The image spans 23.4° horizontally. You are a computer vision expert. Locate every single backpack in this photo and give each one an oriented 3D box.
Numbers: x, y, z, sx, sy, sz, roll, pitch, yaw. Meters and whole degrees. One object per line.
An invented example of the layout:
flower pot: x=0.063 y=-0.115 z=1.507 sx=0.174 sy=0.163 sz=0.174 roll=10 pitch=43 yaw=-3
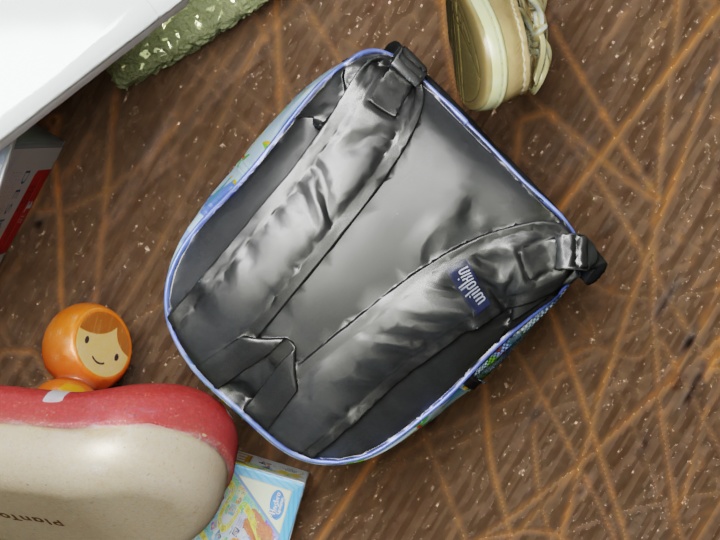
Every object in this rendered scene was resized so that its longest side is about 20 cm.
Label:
backpack: x=0.000 y=0.000 z=0.966 sx=0.183 sy=0.147 sz=0.200 roll=45 pitch=92 yaw=-3

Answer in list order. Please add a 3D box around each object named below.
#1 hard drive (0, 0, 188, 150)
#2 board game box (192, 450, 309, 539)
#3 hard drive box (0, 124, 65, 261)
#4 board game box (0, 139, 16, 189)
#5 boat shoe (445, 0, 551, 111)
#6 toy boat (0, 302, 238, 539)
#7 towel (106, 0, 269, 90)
hard drive: x=-0.196 y=-0.115 z=0.796 sx=0.200 sy=0.026 sz=0.132 roll=-39 pitch=88 yaw=-10
board game box: x=-0.121 y=0.200 z=1.045 sx=0.133 sy=0.034 sz=0.202 roll=17 pitch=95 yaw=1
hard drive box: x=-0.249 y=-0.022 z=0.949 sx=0.076 sy=0.200 sz=0.157 roll=29 pitch=96 yaw=0
board game box: x=-0.255 y=-0.114 z=0.833 sx=0.198 sy=0.026 sz=0.202 roll=16 pitch=81 yaw=-2
boat shoe: x=0.079 y=-0.134 z=0.927 sx=0.062 sy=0.201 sz=0.074 roll=-5 pitch=106 yaw=2
toy boat: x=-0.162 y=0.079 z=0.974 sx=0.198 sy=0.131 sz=0.132 roll=4 pitch=62 yaw=19
towel: x=-0.095 y=-0.211 z=1.000 sx=0.199 sy=0.036 sz=0.149 roll=-33 pitch=94 yaw=12
